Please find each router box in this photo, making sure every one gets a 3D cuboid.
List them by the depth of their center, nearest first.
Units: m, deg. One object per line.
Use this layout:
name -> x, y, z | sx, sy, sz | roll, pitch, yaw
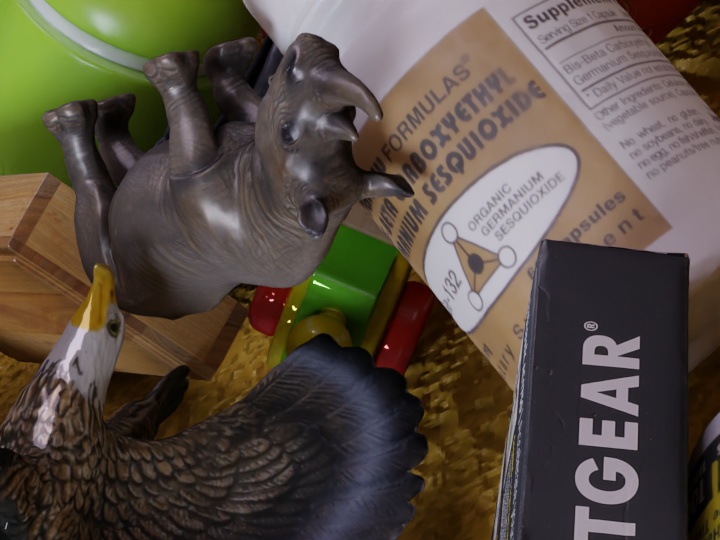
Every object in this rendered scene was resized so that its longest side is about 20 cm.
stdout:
router box -> 0.062, 0.111, 0.799 | 0.051, 0.150, 0.200 | 6, 40, 1

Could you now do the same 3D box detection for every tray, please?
tray -> -0.134, 0.003, 1.123 | 0.200, 0.099, 0.037 | -1, 58, 61

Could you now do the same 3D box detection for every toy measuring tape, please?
toy measuring tape -> 0.000, 0.000, 1.106 | 0.073, 0.074, 0.200 | -24, 17, 22

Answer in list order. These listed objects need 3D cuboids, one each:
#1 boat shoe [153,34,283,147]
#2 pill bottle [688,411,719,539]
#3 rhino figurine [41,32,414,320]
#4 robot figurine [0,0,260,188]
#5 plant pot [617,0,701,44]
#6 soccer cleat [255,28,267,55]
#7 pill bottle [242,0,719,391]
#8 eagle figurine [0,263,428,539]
boat shoe -> -0.064, -0.035, 1.170 | 0.200, 0.062, 0.075 | -45, 23, 34
pill bottle -> 0.140, 0.125, 0.731 | 0.112, 0.113, 0.200 | -23, 34, 24
rhino figurine -> -0.044, -0.034, 0.949 | 0.060, 0.088, 0.200 | -18, 1, -34
robot figurine -> -0.115, -0.090, 1.235 | 0.116, 0.175, 0.200 | -84, 17, -55
plant pot -> 0.073, -0.175, 1.115 | 0.182, 0.201, 0.201 | -28, 32, 11
soccer cleat -> 0.011, -0.164, 1.300 | 0.200, 0.086, 0.070 | -51, 18, 27
pill bottle -> 0.051, -0.051, 0.960 | 0.114, 0.114, 0.200 | -39, 73, -1
eagle figurine -> -0.090, 0.073, 0.945 | 0.151, 0.200, 0.152 | -51, 52, 19
